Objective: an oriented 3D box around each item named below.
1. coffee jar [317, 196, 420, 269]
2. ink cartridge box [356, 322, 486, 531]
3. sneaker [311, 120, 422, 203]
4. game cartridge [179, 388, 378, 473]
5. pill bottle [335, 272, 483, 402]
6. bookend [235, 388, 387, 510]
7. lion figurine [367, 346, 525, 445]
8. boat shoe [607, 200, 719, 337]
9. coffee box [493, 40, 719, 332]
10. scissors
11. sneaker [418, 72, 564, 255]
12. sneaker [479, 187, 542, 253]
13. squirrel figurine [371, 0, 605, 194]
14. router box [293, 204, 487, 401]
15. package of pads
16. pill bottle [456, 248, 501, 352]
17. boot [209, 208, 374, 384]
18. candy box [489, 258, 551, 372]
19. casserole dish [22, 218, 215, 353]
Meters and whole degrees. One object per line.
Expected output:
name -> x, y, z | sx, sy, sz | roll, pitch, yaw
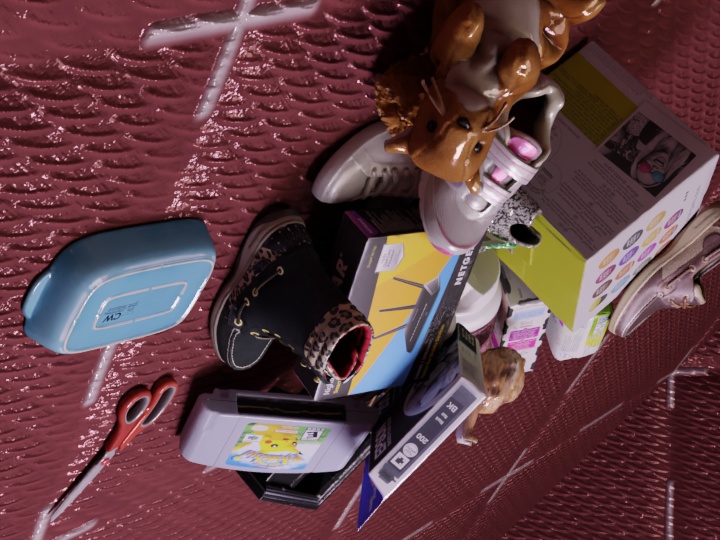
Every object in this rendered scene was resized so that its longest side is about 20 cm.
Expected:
coffee jar -> 0.000, 0.000, 1.388 | 0.200, 0.085, 0.104 | -45, 156, 4
ink cartridge box -> 0.053, 0.162, 1.441 | 0.200, 0.043, 0.198 | -48, -173, 12
sneaker -> 0.045, -0.100, 1.293 | 0.199, 0.085, 0.073 | -26, 154, -35
game cartridge -> -0.093, 0.180, 1.466 | 0.198, 0.041, 0.134 | 6, 149, -18
pill bottle -> 0.035, 0.054, 1.479 | 0.199, 0.113, 0.112 | -39, 159, 11
bookend -> -0.047, 0.185, 1.629 | 0.200, 0.092, 0.199 | -46, 158, 2
lion figurine -> 0.094, 0.137, 1.583 | 0.073, 0.198, 0.124 | 97, 4, -76
boat shoe -> 0.372, 0.014, 1.547 | 0.200, 0.072, 0.072 | -48, 160, 15
coffee box -> 0.250, -0.091, 1.506 | 0.197, 0.200, 0.200 | -37, 158, -13
scissors -> -0.253, 0.187, 1.375 | 0.073, 0.014, 0.201 | -10, 139, -58
sneaker -> 0.122, -0.106, 1.235 | 0.081, 0.088, 0.202 | 23, 92, -26
sneaker -> 0.147, -0.044, 1.409 | 0.077, 0.088, 0.200 | -47, 169, -12
squirrel figurine -> 0.091, -0.158, 1.148 | 0.200, 0.140, 0.188 | 153, -42, -71
router box -> 0.028, 0.030, 1.324 | 0.148, 0.051, 0.201 | -7, 130, -34
package of pads -> 0.253, -0.003, 1.670 | 0.067, 0.202, 0.155 | -11, 157, -2
pill bottle -> 0.112, 0.044, 1.626 | 0.114, 0.114, 0.201 | -35, 157, -20
boot -> -0.069, 0.062, 1.277 | 0.073, 0.154, 0.205 | -14, 143, -37
candy box -> 0.190, 0.030, 1.695 | 0.060, 0.138, 0.201 | -10, 152, -6
casserole dish -> -0.197, 0.017, 1.139 | 0.199, 0.039, 0.122 | -12, 142, -51
